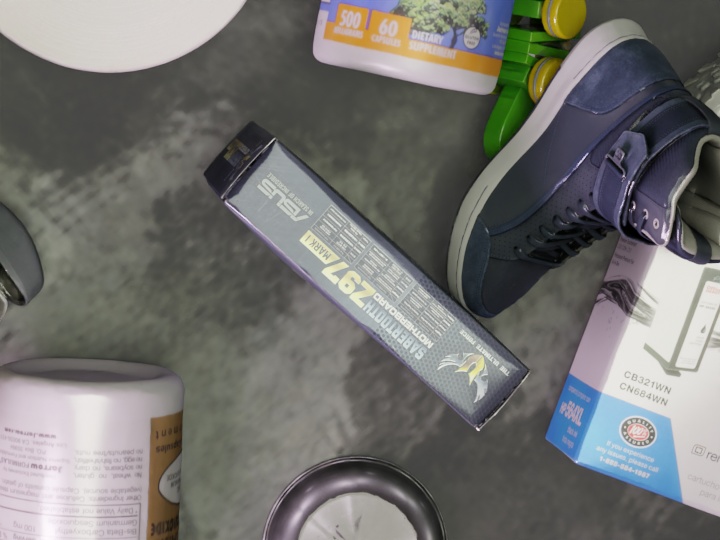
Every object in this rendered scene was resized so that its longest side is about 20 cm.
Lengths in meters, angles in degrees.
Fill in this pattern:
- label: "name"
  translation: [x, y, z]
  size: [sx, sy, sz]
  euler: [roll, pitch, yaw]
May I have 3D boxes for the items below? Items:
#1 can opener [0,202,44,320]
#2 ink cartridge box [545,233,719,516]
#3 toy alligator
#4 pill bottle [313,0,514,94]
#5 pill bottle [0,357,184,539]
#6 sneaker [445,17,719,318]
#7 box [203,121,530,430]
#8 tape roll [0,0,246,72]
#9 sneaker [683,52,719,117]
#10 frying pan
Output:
- label: "can opener"
  translation: [-0.265, -0.053, 1.603]
  size: [0.067, 0.053, 0.200]
  euler: [-43, 101, -34]
- label: "ink cartridge box"
  translation: [0.218, 0.039, 1.649]
  size: [0.145, 0.084, 0.201]
  euler: [20, 94, -8]
- label: "toy alligator"
  translation: [0.112, -0.162, 1.632]
  size: [0.054, 0.059, 0.201]
  euler: [5, 97, -48]
- label: "pill bottle"
  translation: [0.044, -0.210, 1.587]
  size: [0.111, 0.112, 0.201]
  euler: [10, 95, -8]
- label: "pill bottle"
  translation: [-0.163, 0.157, 1.597]
  size: [0.114, 0.114, 0.201]
  euler: [2, 96, -8]
- label: "sneaker"
  translation: [0.138, -0.024, 1.583]
  size: [0.077, 0.146, 0.203]
  euler: [7, 123, -44]
- label: "box"
  translation: [0.000, 0.000, 1.580]
  size: [0.200, 0.158, 0.051]
  euler: [42, 89, -10]
- label: "tape roll"
  translation: [-0.148, -0.217, 1.599]
  size: [0.202, 0.037, 0.204]
  euler: [-1, 97, -7]
- label: "sneaker"
  translation: [0.274, -0.116, 1.632]
  size: [0.199, 0.076, 0.081]
  euler: [-31, 107, -18]
- label: "frying pan"
  translation: [0.000, 0.209, 1.670]
  size: [0.114, 0.031, 0.191]
  euler: [-4, 94, -6]
